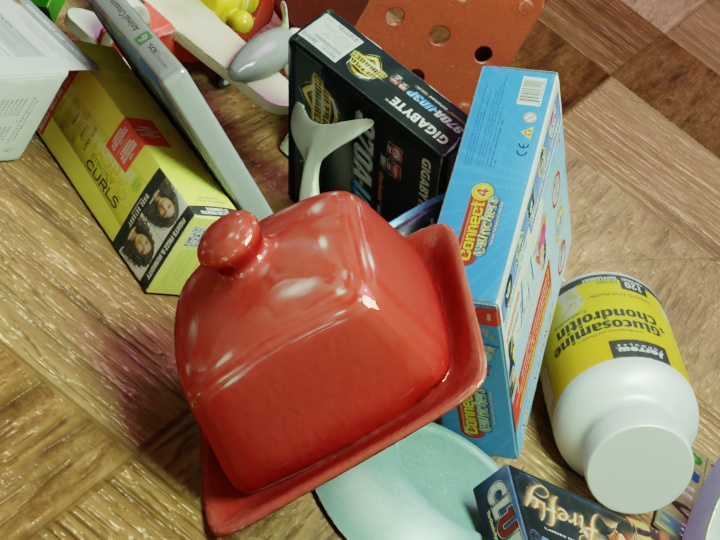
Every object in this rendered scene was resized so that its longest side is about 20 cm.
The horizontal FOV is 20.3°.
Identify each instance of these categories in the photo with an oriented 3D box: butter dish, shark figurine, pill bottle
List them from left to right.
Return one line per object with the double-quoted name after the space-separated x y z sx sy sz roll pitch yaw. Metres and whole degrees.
-0.044 0.026 1.220 0.148 0.199 0.200 52 15 -28 "butter dish"
-0.018 -0.007 1.480 0.215 0.128 0.089 58 -25 -16 "shark figurine"
0.198 0.095 1.550 0.112 0.112 0.200 27 25 -18 "pill bottle"

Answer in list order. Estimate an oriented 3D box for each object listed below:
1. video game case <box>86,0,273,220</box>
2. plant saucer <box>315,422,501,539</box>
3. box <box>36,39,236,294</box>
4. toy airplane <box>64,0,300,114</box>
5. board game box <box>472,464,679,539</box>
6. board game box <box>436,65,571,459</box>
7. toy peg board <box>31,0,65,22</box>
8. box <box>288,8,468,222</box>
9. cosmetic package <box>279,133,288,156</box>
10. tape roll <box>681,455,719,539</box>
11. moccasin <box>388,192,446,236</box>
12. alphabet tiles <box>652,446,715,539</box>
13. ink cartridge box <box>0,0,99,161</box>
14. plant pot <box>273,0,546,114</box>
-0.125 -0.109 1.453 0.182 0.022 0.200 49 -8 48 "video game case"
0.057 0.154 1.348 0.200 0.039 0.201 29 26 -15 "plant saucer"
-0.164 -0.075 1.435 0.050 0.075 0.200 6 38 -47 "box"
-0.142 -0.219 1.642 0.199 0.141 0.200 24 27 -25 "toy airplane"
0.167 0.219 1.323 0.199 0.035 0.136 26 36 -36 "board game box"
0.099 -0.004 1.418 0.056 0.196 0.201 8 56 14 "board game box"
-0.296 -0.285 1.509 0.198 0.200 0.098 14 60 13 "toy peg board"
0.014 -0.081 1.531 0.159 0.200 0.046 40 63 22 "box"
0.026 -0.116 1.758 0.103 0.073 0.200 41 24 14 "cosmetic package"
0.309 0.181 1.429 0.065 0.201 0.200 28 25 -14 "tape roll"
0.000 0.024 1.399 0.068 0.200 0.080 51 -18 3 "moccasin"
0.297 0.205 1.609 0.200 0.006 0.166 36 24 1 "alphabet tiles"
-0.309 -0.167 1.399 0.200 0.084 0.175 44 24 17 "ink cartridge box"
0.053 -0.237 1.695 0.199 0.201 0.177 21 29 -20 "plant pot"
